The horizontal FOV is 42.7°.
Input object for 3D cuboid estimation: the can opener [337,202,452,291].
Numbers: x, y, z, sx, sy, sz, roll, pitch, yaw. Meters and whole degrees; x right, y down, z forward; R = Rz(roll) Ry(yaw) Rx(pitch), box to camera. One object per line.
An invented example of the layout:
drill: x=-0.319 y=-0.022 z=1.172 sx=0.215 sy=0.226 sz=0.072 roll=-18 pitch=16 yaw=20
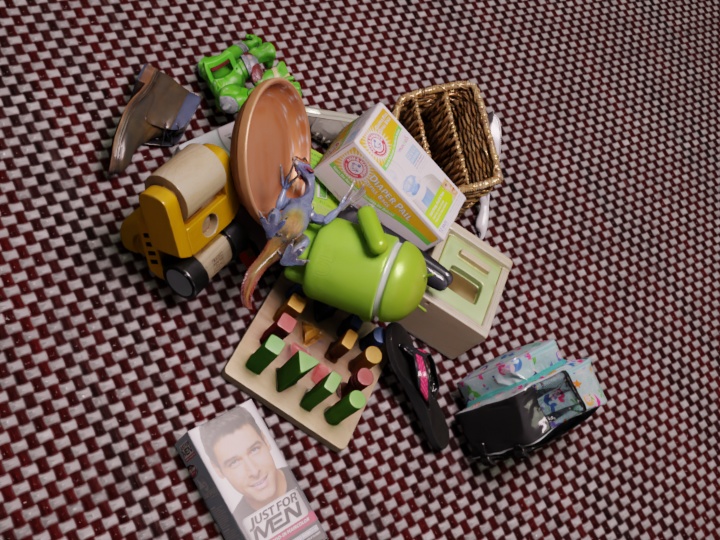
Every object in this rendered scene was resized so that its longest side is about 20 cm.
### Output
can opener: x=0.045 y=-0.033 z=1.322 sx=0.199 sy=0.079 sz=0.063 roll=28 pitch=30 yaw=5

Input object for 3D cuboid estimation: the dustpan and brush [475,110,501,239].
dustpan and brush: x=0.205 y=-0.153 z=1.550 sx=0.057 sy=0.140 sz=0.201 roll=15 pitch=85 yaw=-10

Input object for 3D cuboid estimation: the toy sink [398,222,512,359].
toy sink: x=0.146 y=0.009 z=1.419 sx=0.130 sy=0.112 sz=0.200 roll=33 pitch=54 yaw=-11

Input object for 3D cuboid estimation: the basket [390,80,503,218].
basket: x=0.118 y=-0.197 z=1.486 sx=0.142 sy=0.149 sz=0.201 roll=2 pitch=66 yaw=-28

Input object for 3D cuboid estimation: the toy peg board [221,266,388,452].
toy peg board: x=-0.051 y=0.106 z=1.270 sx=0.200 sy=0.098 sz=0.200 roll=35 pitch=54 yaw=-10

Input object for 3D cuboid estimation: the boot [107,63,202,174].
boot: x=-0.291 y=-0.205 z=1.309 sx=0.097 sy=0.075 sz=0.201 roll=21 pitch=55 yaw=-15

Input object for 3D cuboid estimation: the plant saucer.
plant saucer: x=-0.121 y=-0.156 z=1.231 sx=0.037 sy=0.200 sz=0.201 roll=5 pitch=54 yaw=20

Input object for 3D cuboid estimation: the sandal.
sandal: x=0.093 y=0.160 z=1.321 sx=0.201 sy=0.045 sz=0.075 roll=65 pitch=29 yaw=-6

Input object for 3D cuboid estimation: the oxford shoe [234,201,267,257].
oxford shoe: x=-0.116 y=-0.039 z=1.327 sx=0.200 sy=0.071 sz=0.073 roll=32 pitch=83 yaw=-24

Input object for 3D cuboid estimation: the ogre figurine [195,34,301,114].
ogre figurine: x=-0.176 y=-0.295 z=1.396 sx=0.119 sy=0.098 sz=0.201 roll=-19 pitch=64 yaw=-15

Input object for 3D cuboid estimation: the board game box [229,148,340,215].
board game box: x=-0.099 y=-0.133 z=1.359 sx=0.200 sy=0.048 sz=0.102 roll=26 pitch=65 yaw=-31

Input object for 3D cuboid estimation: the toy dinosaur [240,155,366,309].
toy dinosaur: x=-0.099 y=-0.075 z=1.199 sx=0.105 sy=0.200 sz=0.182 roll=46 pitch=13 yaw=-15

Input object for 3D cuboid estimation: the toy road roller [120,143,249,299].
toy road roller: x=-0.246 y=-0.072 z=1.204 sx=0.146 sy=0.201 sz=0.123 roll=20 pitch=47 yaw=25

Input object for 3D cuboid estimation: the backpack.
backpack: x=0.253 y=0.186 z=1.350 sx=0.199 sy=0.177 sz=0.151 roll=-10 pitch=76 yaw=-36

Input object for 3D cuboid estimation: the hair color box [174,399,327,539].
hair color box: x=-0.138 y=0.276 z=1.158 sx=0.099 sy=0.061 sz=0.200 roll=-24 pitch=79 yaw=-35

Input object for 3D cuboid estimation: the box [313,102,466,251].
box: x=0.043 y=-0.128 z=1.367 sx=0.200 sy=0.101 sz=0.113 roll=47 pitch=45 yaw=-15

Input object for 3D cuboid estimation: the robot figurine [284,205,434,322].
robot figurine: x=0.000 y=0.000 z=1.239 sx=0.199 sy=0.176 sz=0.116 roll=18 pitch=51 yaw=9

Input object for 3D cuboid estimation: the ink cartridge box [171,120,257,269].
ink cartridge box: x=-0.157 y=-0.124 z=1.360 sx=0.162 sy=0.057 sz=0.200 roll=-31 pitch=79 yaw=-36

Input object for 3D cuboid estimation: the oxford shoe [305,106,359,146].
oxford shoe: x=-0.055 y=-0.226 z=1.460 sx=0.199 sy=0.075 sz=0.058 roll=8 pitch=100 yaw=-22
